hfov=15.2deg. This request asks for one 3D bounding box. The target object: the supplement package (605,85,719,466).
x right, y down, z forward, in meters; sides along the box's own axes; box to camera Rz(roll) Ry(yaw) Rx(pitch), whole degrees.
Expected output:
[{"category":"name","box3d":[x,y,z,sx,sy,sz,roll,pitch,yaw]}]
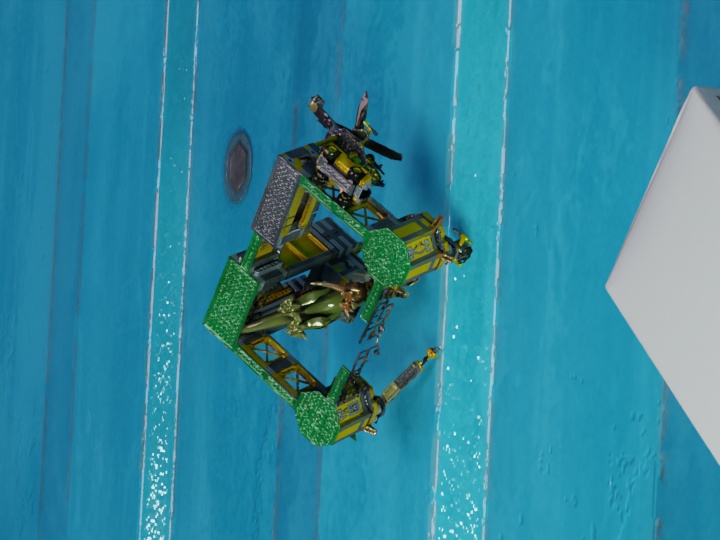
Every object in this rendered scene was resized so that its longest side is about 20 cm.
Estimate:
[{"category":"supplement package","box3d":[0.212,0.024,1.189,0.200,0.116,0.118,61,140,47]}]

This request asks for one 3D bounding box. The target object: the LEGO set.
[{"category":"LEGO set","box3d":[0.000,0.000,1.689,0.154,0.116,0.201,33,125,28]}]
